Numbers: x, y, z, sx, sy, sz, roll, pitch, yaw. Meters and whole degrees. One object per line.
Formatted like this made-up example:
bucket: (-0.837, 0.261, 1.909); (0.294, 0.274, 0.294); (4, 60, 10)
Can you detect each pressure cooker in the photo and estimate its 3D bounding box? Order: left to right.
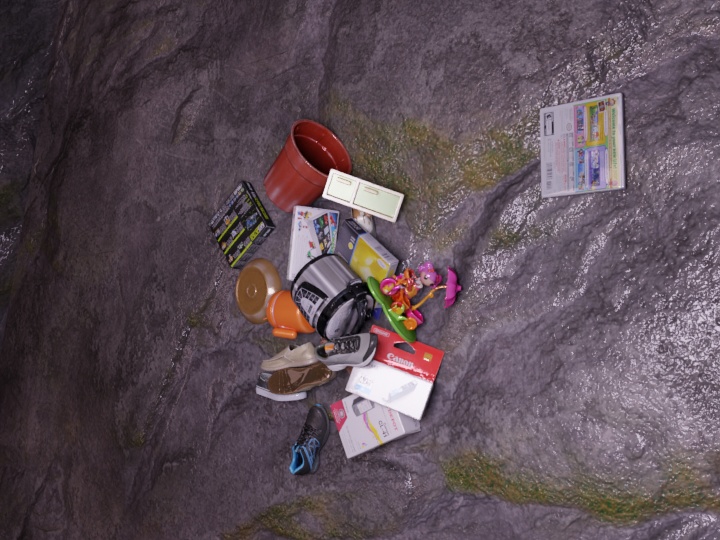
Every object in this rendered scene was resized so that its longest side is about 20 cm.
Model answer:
pressure cooker: (-0.059, 0.077, 1.667); (0.178, 0.176, 0.200); (-41, 61, -4)

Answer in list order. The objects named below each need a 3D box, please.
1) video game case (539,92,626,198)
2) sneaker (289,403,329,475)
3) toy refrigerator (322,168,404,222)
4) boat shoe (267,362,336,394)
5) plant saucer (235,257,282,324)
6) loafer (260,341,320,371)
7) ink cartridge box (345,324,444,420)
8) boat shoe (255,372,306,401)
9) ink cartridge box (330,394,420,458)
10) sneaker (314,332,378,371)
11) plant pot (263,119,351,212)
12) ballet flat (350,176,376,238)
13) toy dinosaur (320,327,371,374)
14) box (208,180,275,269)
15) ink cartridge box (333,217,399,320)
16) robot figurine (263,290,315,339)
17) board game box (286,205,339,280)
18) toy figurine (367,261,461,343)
video game case: (0.479, -0.267, 1.439); (0.180, 0.022, 0.204); (-3, 84, 37)
sneaker: (-0.141, 0.469, 1.827); (0.072, 0.081, 0.204); (13, 94, 38)
toy refrigerator: (0.007, -0.191, 1.695); (0.197, 0.070, 0.077); (20, 97, -3)
boat shoe: (-0.161, 0.302, 1.835); (0.197, 0.065, 0.073); (-17, 68, 16)
plant saucer: (-0.321, 0.062, 2.020); (0.198, 0.035, 0.204); (-3, 86, 37)
loafer: (-0.200, 0.247, 1.897); (0.197, 0.075, 0.070); (-13, 78, 26)
ink cartridge box: (0.085, 0.244, 1.615); (0.197, 0.045, 0.179); (19, 79, 13)
boat shoe: (-0.234, 0.331, 1.913); (0.198, 0.072, 0.072); (1, 92, 39)
ink cartridge box: (0.036, 0.374, 1.696); (0.199, 0.085, 0.150); (-32, 69, 32)
sneaker: (-0.034, 0.192, 1.596); (0.199, 0.079, 0.075); (-24, 48, 41)
plant pot: (-0.159, -0.273, 1.833); (0.195, 0.199, 0.203); (-41, 64, 36)
ballet flat: (-0.001, -0.151, 1.765); (0.066, 0.064, 0.204); (-10, 79, 9)
toy dinosaur: (-0.016, 0.238, 1.735); (0.135, 0.085, 0.202); (-43, 55, 28)
box: (-0.373, -0.141, 2.068); (0.200, 0.047, 0.194); (-46, 64, 25)
ink cartridge box: (0.000, 0.000, 1.735); (0.197, 0.047, 0.202); (43, 129, 31)
robot figurine: (-0.184, 0.116, 1.861); (0.197, 0.116, 0.147); (1, 88, 37)
board game box: (-0.131, -0.069, 1.828); (0.035, 0.124, 0.204); (-169, 85, -70)
toy figurine: (0.144, 0.045, 1.597); (0.183, 0.151, 0.201); (-34, 109, 17)
